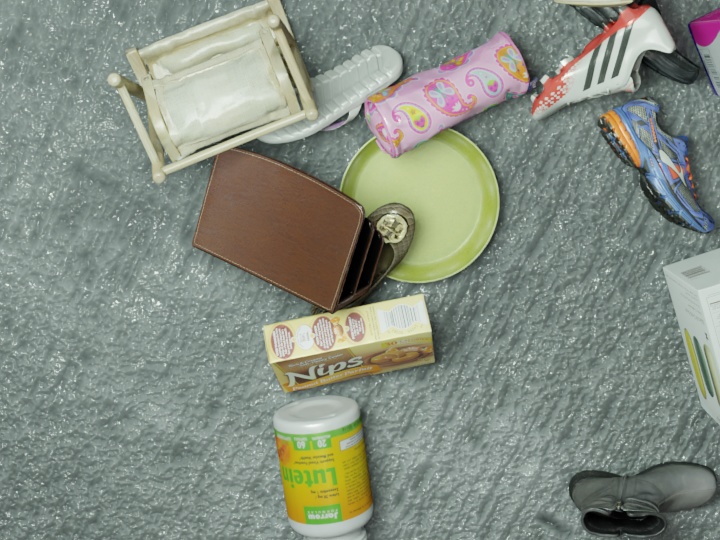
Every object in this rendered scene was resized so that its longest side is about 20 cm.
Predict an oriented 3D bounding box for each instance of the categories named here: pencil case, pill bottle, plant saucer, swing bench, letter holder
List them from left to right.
[{"bbox_3d":[-0.164,-0.217,1.316,0.199,0.200,0.130,-21,110,3],"label":"swing bench"},{"bbox_3d":[-0.077,-0.063,1.343,0.200,0.101,0.142,25,113,18],"label":"letter holder"},{"bbox_3d":[-0.043,0.270,1.451,0.111,0.111,0.200,-8,101,0],"label":"pill bottle"},{"bbox_3d":[0.072,-0.085,1.426,0.200,0.031,0.200,0,102,-2],"label":"plant saucer"},{"bbox_3d":[0.105,-0.207,1.360,0.200,0.087,0.088,-27,101,-10],"label":"pencil case"}]

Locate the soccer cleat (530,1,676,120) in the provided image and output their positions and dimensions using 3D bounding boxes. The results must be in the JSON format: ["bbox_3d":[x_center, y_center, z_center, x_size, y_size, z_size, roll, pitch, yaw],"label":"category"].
[{"bbox_3d":[0.282,-0.230,1.349,0.085,0.069,0.200,50,126,4],"label":"soccer cleat"}]

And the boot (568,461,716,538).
[{"bbox_3d":[0.371,0.302,1.457,0.200,0.132,0.070,-8,100,0],"label":"boot"}]

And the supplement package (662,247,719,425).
[{"bbox_3d":[0.487,0.079,1.406,0.150,0.152,0.200,-18,101,3],"label":"supplement package"}]

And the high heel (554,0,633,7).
[{"bbox_3d":[0.247,-0.377,1.303,0.071,0.200,0.143,-5,109,-41],"label":"high heel"}]

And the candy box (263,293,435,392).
[{"bbox_3d":[-0.011,0.092,1.412,0.200,0.115,0.055,-11,65,1],"label":"candy box"}]

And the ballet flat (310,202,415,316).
[{"bbox_3d":[0.000,0.000,1.404,0.067,0.046,0.200,36,117,-7],"label":"ballet flat"}]

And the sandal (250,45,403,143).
[{"bbox_3d":[-0.036,-0.201,1.389,0.202,0.083,0.050,-26,143,2],"label":"sandal"}]

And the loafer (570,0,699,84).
[{"bbox_3d":[0.333,-0.299,1.371,0.200,0.068,0.070,37,107,-4],"label":"loafer"}]

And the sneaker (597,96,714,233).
[{"bbox_3d":[0.380,-0.129,1.405,0.078,0.075,0.200,-38,101,2],"label":"sneaker"}]

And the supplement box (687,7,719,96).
[{"bbox_3d":[0.470,-0.263,1.315,0.103,0.200,0.101,-25,101,4],"label":"supplement box"}]
